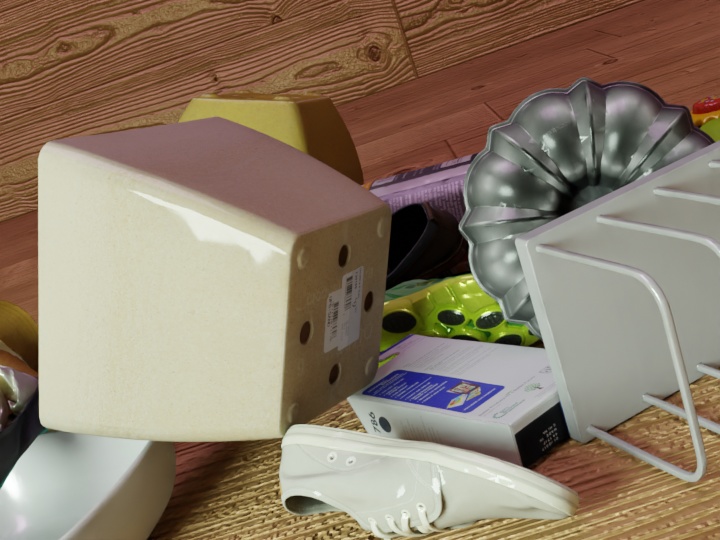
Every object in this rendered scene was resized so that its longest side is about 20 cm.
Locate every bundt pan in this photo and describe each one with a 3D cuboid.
[{"bbox_3d":[0.165,-0.040,0.754,0.201,0.203,0.076,-17,-3,10],"label":"bundt pan"}]

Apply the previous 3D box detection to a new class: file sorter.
[{"bbox_3d":[0.223,0.014,0.644,0.199,0.139,0.124,-25,18,-20],"label":"file sorter"}]

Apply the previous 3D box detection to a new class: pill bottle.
[{"bbox_3d":[0.097,-0.052,1.072,0.199,0.117,0.116,-13,16,19],"label":"pill bottle"}]

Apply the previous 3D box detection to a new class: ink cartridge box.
[{"bbox_3d":[0.071,0.088,0.762,0.099,0.039,0.200,-29,19,-32],"label":"ink cartridge box"}]

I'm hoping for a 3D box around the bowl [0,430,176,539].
[{"bbox_3d":[-0.229,0.183,0.730,0.199,0.075,0.200,-14,15,21],"label":"bowl"}]

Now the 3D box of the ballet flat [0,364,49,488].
[{"bbox_3d":[-0.260,0.107,0.765,0.073,0.073,0.200,-17,15,10],"label":"ballet flat"}]

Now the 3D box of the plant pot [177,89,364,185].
[{"bbox_3d":[-0.102,-0.087,1.139,0.193,0.201,0.195,5,12,18],"label":"plant pot"}]

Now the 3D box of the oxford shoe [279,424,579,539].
[{"bbox_3d":[0.033,0.131,0.632,0.199,0.075,0.058,1,65,34],"label":"oxford shoe"}]

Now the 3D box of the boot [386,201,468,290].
[{"bbox_3d":[0.000,0.000,0.980,0.200,0.075,0.097,-35,-22,8],"label":"boot"}]

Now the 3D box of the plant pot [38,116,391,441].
[{"bbox_3d":[-0.089,0.012,0.753,0.176,0.201,0.200,14,18,28],"label":"plant pot"}]

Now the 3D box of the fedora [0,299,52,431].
[{"bbox_3d":[-0.306,0.123,0.887,0.082,0.202,0.200,22,34,24],"label":"fedora"}]

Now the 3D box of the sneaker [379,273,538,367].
[{"bbox_3d":[0.071,0.030,0.894,0.199,0.074,0.084,-10,22,33],"label":"sneaker"}]

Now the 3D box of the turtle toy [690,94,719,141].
[{"bbox_3d":[0.334,-0.104,0.983,0.145,0.102,0.200,-14,16,18],"label":"turtle toy"}]
